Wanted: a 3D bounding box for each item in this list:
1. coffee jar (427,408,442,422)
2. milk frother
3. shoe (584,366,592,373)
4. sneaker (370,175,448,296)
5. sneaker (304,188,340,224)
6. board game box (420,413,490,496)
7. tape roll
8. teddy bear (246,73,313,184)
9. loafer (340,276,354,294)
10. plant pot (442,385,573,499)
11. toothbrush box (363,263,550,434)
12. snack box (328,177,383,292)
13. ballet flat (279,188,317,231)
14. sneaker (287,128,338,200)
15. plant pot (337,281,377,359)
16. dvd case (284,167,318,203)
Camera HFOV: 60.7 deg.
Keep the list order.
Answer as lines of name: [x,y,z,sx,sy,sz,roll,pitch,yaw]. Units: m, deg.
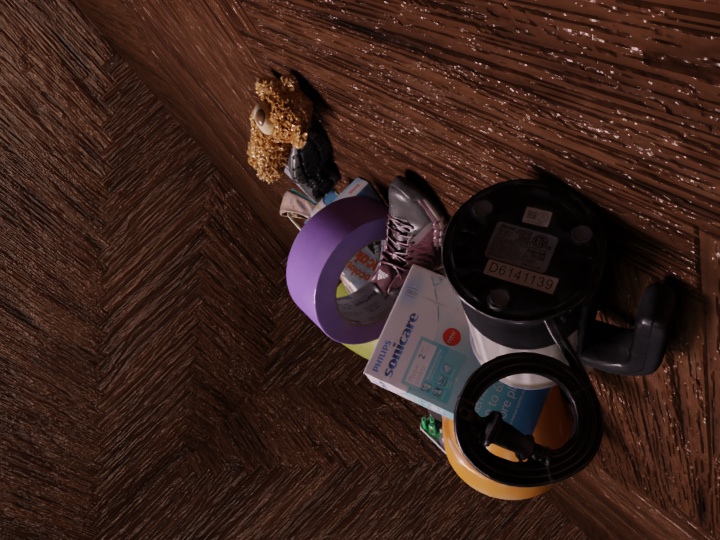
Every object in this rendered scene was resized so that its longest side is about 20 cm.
coffee jar: [0.220,0.237,1.073,0.199,0.104,0.085,13,144,32]
milk frother: [0.134,0.068,0.503,0.180,0.200,0.188,37,170,29]
shoe: [0.175,0.035,0.663,0.200,0.053,0.070,44,173,15]
sneaker: [0.053,-0.025,0.778,0.076,0.116,0.200,41,172,32]
sneaker: [-0.012,-0.079,1.039,0.076,0.081,0.200,41,-169,22]
board game box: [0.241,0.278,1.107,0.200,0.200,0.026,37,150,47]
tape roll: [0.000,0.000,0.886,0.085,0.200,0.200,37,169,45]
teddy bear: [-0.126,-0.197,0.839,0.067,0.146,0.200,11,-167,-22]
loafer: [-0.017,0.000,1.108,0.200,0.072,0.063,-118,29,-71]
plant pot: [0.215,0.203,0.905,0.200,0.200,0.184,40,156,38]
toothbrush box: [0.125,0.102,0.731,0.199,0.147,0.085,23,167,15]
snack box: [0.011,-0.034,0.963,0.037,0.116,0.200,37,169,50]
ballet flat: [-0.074,-0.090,1.188,0.200,0.067,0.068,28,175,24]
sneaker: [-0.091,-0.172,0.951,0.079,0.075,0.200,46,173,13]
plant pot: [0.060,0.115,1.228,0.200,0.187,0.187,38,170,51]
dvd case: [-0.127,-0.201,1.191,0.200,0.025,0.150,45,173,-7]
